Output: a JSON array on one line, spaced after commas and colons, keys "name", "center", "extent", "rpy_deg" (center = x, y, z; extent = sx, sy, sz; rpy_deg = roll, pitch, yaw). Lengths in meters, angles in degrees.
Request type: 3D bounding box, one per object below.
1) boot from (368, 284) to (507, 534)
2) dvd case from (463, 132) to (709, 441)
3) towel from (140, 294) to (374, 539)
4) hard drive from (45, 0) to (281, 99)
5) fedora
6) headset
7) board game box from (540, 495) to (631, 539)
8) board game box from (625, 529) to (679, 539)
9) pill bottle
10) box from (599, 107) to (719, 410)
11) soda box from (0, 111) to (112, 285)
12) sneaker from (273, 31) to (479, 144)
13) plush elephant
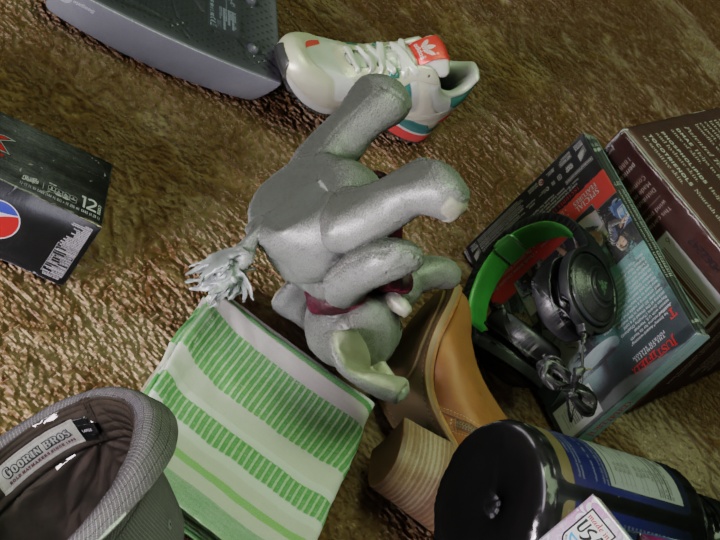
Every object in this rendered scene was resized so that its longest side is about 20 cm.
[{"name": "boot", "center": [0.091, 0.113, 1.327], "extent": [0.155, 0.077, 0.201], "rpy_deg": [31, 38, -18]}, {"name": "dvd case", "center": [0.169, 0.015, 1.455], "extent": [0.022, 0.146, 0.201], "rpy_deg": [15, 40, -44]}, {"name": "towel", "center": [-0.076, 0.106, 1.234], "extent": [0.152, 0.023, 0.200], "rpy_deg": [37, 34, -5]}, {"name": "hard drive", "center": [-0.157, -0.212, 1.498], "extent": [0.199, 0.042, 0.136], "rpy_deg": [22, 38, -25]}, {"name": "fedora", "center": [-0.163, 0.154, 1.013], "extent": [0.091, 0.176, 0.201], "rpy_deg": [59, 28, -23]}, {"name": "headset", "center": [0.130, 0.033, 1.398], "extent": [0.094, 0.123, 0.201], "rpy_deg": [36, 21, -37]}, {"name": "board game box", "center": [0.123, 0.270, 1.082], "extent": [0.200, 0.199, 0.043], "rpy_deg": [50, 1, 15]}, {"name": "board game box", "center": [0.214, 0.275, 1.182], "extent": [0.198, 0.043, 0.202], "rpy_deg": [16, 82, -36]}, {"name": "pill bottle", "center": [0.154, 0.171, 1.231], "extent": [0.199, 0.112, 0.113], "rpy_deg": [19, 39, -34]}, {"name": "box", "center": [0.266, -0.015, 1.559], "extent": [0.199, 0.166, 0.165], "rpy_deg": [-16, 62, -51]}, {"name": "soda box", "center": [-0.263, -0.069, 1.222], "extent": [0.199, 0.063, 0.071], "rpy_deg": [26, 36, -20]}, {"name": "sneaker", "center": [0.017, -0.168, 1.536], "extent": [0.199, 0.093, 0.071], "rpy_deg": [17, 47, -47]}, {"name": "plush elephant", "center": [0.000, 0.000, 1.284], "extent": [0.155, 0.199, 0.165], "rpy_deg": [54, -2, -37]}]
